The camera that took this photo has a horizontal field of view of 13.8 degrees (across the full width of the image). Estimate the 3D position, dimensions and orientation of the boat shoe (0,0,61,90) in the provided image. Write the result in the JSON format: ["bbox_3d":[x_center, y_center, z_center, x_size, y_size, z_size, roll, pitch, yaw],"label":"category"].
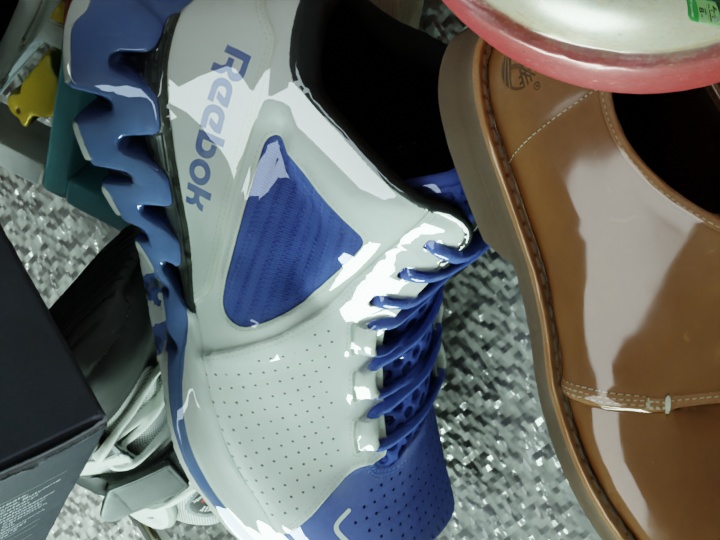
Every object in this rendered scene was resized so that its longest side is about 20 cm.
[{"bbox_3d":[-0.131,-0.073,0.884,0.200,0.066,0.072,-31,101,44],"label":"boat shoe"}]

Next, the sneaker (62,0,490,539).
[{"bbox_3d":[0.000,-0.001,0.838,0.115,0.081,0.200,-3,120,33],"label":"sneaker"}]

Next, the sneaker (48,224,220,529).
[{"bbox_3d":[-0.066,0.040,0.934,0.089,0.074,0.200,43,177,-1],"label":"sneaker"}]

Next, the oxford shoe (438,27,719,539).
[{"bbox_3d":[0.088,0.018,0.766,0.071,0.071,0.200,-25,91,47],"label":"oxford shoe"}]

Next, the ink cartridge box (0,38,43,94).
[{"bbox_3d":[-0.174,-0.117,1.027,0.163,0.057,0.200,49,145,18],"label":"ink cartridge box"}]

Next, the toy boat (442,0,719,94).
[{"bbox_3d":[0.042,-0.125,0.716,0.200,0.130,0.131,50,172,20],"label":"toy boat"}]

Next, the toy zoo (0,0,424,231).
[{"bbox_3d":[-0.080,-0.075,0.908,0.200,0.020,0.131,27,133,16],"label":"toy zoo"}]

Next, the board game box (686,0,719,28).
[{"bbox_3d":[0.098,-0.160,0.615,0.023,0.105,0.200,26,133,65],"label":"board game box"}]

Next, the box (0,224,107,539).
[{"bbox_3d":[-0.173,0.008,0.837,0.200,0.104,0.182,60,158,11],"label":"box"}]
